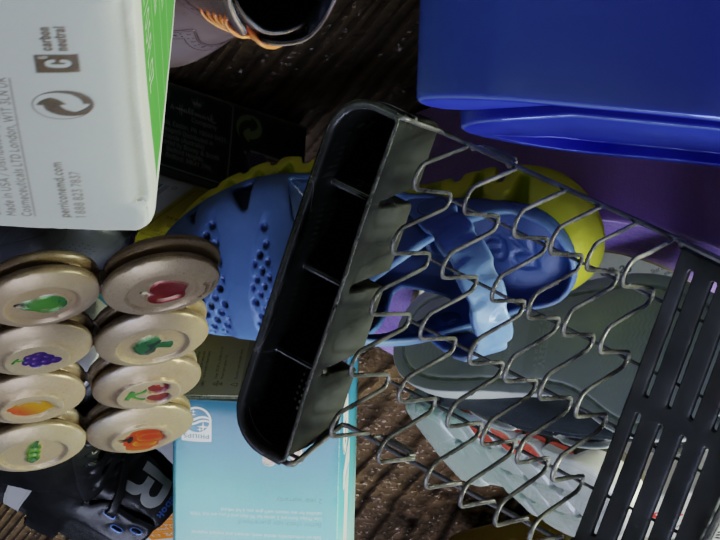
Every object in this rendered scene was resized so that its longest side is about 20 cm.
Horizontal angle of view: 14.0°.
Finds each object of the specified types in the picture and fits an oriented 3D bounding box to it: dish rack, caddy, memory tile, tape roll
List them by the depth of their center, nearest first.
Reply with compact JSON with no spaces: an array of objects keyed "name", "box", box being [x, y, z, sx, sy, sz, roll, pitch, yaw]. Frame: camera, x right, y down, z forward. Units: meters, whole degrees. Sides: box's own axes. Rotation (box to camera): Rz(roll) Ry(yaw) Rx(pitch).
[{"name":"caddy","box":[0.112,-0.102,1.120,0.199,0.106,0.141,6,174,17]},{"name":"dish rack","box":[0.061,0.034,1.156,0.199,0.154,0.054,26,-161,24]},{"name":"memory tile","box":[-0.140,0.043,1.266,0.152,0.017,0.200,-7,154,-11]},{"name":"tape roll","box":[0.093,-0.010,1.371,0.199,0.066,0.200,2,155,1]}]

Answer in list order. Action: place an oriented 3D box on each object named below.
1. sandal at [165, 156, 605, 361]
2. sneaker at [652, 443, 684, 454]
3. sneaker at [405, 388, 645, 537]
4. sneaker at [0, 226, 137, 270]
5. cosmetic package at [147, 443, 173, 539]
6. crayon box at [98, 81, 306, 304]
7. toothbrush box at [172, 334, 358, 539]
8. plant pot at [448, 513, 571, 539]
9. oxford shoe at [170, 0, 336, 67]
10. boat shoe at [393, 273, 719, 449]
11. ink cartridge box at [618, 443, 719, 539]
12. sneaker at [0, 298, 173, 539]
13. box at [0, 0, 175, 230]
[{"name":"sandal","box":[0.000,0.000,1.253,0.199,0.087,0.080,-5,119,21]},{"name":"sneaker","box":[0.198,0.049,1.437,0.080,0.086,0.200,47,134,-11]},{"name":"sneaker","box":[0.095,0.072,1.482,0.077,0.082,0.200,55,165,-26]},{"name":"sneaker","box":[-0.164,0.027,1.334,0.074,0.088,0.200,18,152,-29]},{"name":"cosmetic package","box":[-0.115,0.080,1.589,0.101,0.072,0.200,-7,153,23]},{"name":"crayon box","box":[-0.128,-0.029,1.374,0.126,0.051,0.200,17,152,-27]},{"name":"toothbrush box","box":[-0.046,0.121,1.468,0.085,0.147,0.201,2,115,3]},{"name":"plant pot","box":[0.147,0.239,1.779,0.194,0.196,0.200,-18,139,39]},{"name":"oxford shoe","box":[-0.050,-0.117,1.143,0.071,0.073,0.200,13,154,-21]},{"name":"boat shoe","box":[0.109,0.042,1.301,0.199,0.076,0.060,12,168,40]},{"name":"ink cartridge box","box":[0.206,0.119,1.616,0.145,0.084,0.200,-10,152,27]},{"name":"sneaker","box":[-0.124,0.078,1.427,0.112,0.073,0.200,32,153,-14]},{"name":"box","box":[-0.162,-0.133,1.003,0.199,0.172,0.199,2,156,0]}]
